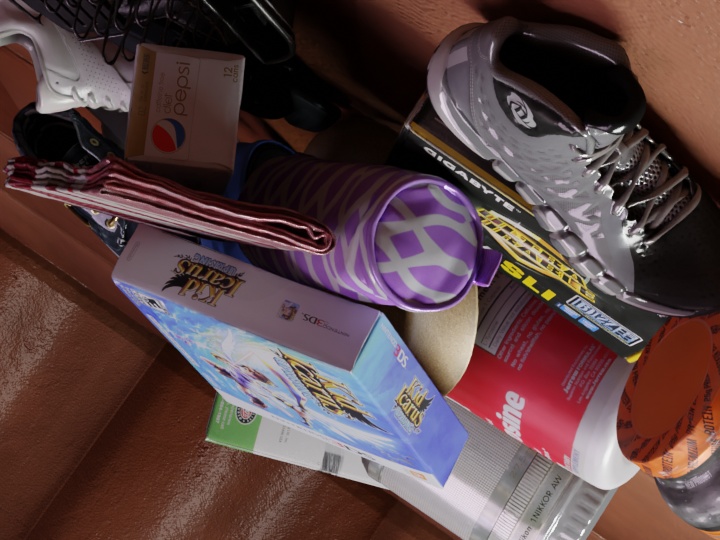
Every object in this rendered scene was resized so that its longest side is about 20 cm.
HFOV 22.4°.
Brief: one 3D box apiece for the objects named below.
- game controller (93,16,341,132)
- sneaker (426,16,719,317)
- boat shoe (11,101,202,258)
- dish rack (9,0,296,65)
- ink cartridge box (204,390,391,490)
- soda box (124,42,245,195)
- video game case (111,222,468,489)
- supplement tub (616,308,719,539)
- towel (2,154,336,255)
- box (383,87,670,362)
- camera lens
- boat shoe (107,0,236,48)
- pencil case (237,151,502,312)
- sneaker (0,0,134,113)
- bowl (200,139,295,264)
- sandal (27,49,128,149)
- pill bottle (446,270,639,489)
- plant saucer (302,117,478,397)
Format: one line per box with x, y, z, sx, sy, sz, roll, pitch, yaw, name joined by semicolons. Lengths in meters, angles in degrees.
-0.104;-0.147;1.224;0.199;0.042;0.104;29;-168;29;game controller
0.123;-0.049;0.874;0.199;0.075;0.115;38;167;-9;sneaker
-0.184;-0.055;1.356;0.200;0.071;0.091;32;170;36;boat shoe
-0.144;-0.173;1.044;0.198;0.055;0.153;-4;147;34;dish rack
-0.024;0.103;1.614;0.198;0.148;0.084;16;178;-3;ink cartridge box
-0.109;-0.084;1.099;0.063;0.069;0.200;6;175;-7;soda box
-0.041;0.058;1.156;0.180;0.046;0.200;18;161;27;video game case
0.243;0.104;0.971;0.199;0.123;0.122;30;171;-18;supplement tub
-0.118;-0.040;1.066;0.143;0.023;0.200;16;176;-27;towel
0.108;-0.029;1.073;0.199;0.050;0.160;35;171;0;box
0.111;0.142;1.484;0.199;0.161;0.160;33;169;12;camera lens
-0.158;-0.185;1.165;0.199;0.068;0.072;29;168;20;boat shoe
-0.004;-0.022;1.090;0.085;0.084;0.200;31;173;-27;pencil case
-0.193;-0.144;1.346;0.199;0.100;0.078;36;169;-7;sneaker
-0.053;-0.005;1.366;0.039;0.202;0.201;-22;132;21;bowl
-0.178;-0.136;1.421;0.207;0.079;0.059;44;171;-16;sandal
0.113;0.054;1.236;0.199;0.113;0.112;30;168;26;pill bottle
0.000;0.000;1.222;0.199;0.035;0.202;25;124;45;plant saucer
